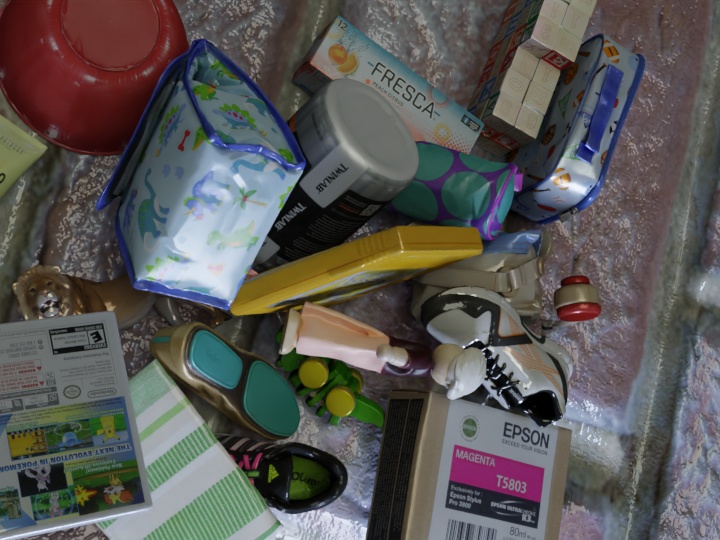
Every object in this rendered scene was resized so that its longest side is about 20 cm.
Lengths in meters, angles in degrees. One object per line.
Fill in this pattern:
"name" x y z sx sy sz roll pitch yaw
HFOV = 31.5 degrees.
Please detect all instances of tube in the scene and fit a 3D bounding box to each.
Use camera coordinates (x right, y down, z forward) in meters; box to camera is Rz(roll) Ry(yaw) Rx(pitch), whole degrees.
"tube" -0.378 -0.061 1.186 0.201 0.051 0.058 -60 143 -24

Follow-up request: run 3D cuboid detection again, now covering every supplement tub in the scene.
"supplement tub" -0.049 -0.079 1.221 0.122 0.200 0.124 30 38 -27

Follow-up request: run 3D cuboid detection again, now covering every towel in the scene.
"towel" -0.184 0.204 1.189 0.152 0.023 0.201 -37 95 13

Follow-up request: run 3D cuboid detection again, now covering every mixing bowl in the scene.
"mixing bowl" -0.248 -0.223 1.230 0.197 0.108 0.203 4 79 -21

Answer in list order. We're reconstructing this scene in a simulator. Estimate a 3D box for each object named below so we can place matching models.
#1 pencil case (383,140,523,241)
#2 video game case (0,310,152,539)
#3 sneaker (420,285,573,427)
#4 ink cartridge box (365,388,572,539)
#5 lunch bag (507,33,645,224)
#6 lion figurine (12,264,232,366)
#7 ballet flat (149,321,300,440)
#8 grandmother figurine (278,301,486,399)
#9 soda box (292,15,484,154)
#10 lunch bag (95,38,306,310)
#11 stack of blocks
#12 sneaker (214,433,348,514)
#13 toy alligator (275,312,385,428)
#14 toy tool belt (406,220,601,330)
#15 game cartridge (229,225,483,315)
"pencil case" 0.058 -0.096 1.292 0.198 0.086 0.092 19 33 16
"video game case" -0.290 0.135 1.097 0.198 0.022 0.185 -6 75 -31
"sneaker" 0.141 0.086 1.267 0.199 0.074 0.081 31 43 -26
"ink cartridge box" 0.113 0.221 1.290 0.198 0.075 0.167 17 76 -31
"lunch bag" 0.229 -0.146 1.371 0.075 0.160 0.202 26 72 -14
"lion figurine" -0.226 0.031 1.224 0.199 0.072 0.124 -22 82 -37
"ballet flat" -0.129 0.104 1.228 0.200 0.062 0.069 48 52 -46
"grandmother figurine" 0.024 0.077 1.209 0.197 0.121 0.061 13 94 -6
"soda box" 0.029 -0.178 1.352 0.199 0.063 0.069 35 70 -13
"lunch bag" -0.155 -0.096 1.167 0.126 0.201 0.171 17 119 -32
"stack of blocks" 0.188 -0.236 1.395 0.058 0.115 0.202 27 73 -14
"sneaker" -0.099 0.195 1.225 0.197 0.087 0.075 7 79 -17
"toy alligator" -0.056 0.095 1.282 0.054 0.059 0.200 -41 98 19
"toy tool belt" 0.146 -0.006 1.325 0.197 0.125 0.125 -5 75 7
"game cartridge" 0.000 0.000 1.204 0.175 0.198 0.033 -3 77 -58
